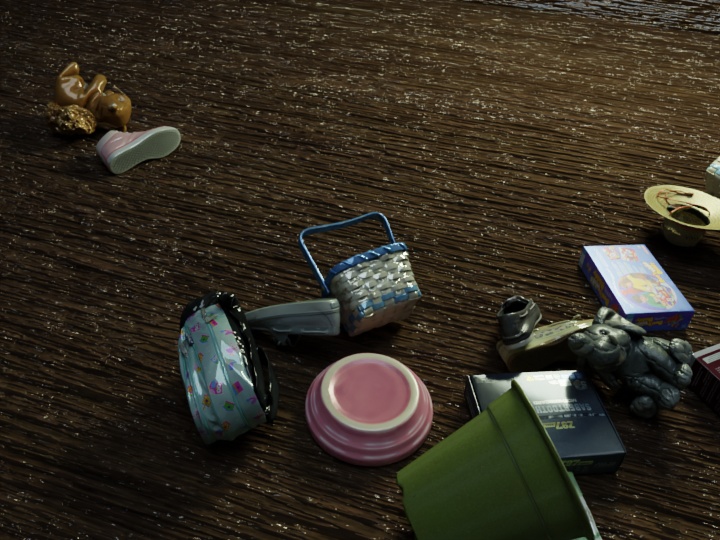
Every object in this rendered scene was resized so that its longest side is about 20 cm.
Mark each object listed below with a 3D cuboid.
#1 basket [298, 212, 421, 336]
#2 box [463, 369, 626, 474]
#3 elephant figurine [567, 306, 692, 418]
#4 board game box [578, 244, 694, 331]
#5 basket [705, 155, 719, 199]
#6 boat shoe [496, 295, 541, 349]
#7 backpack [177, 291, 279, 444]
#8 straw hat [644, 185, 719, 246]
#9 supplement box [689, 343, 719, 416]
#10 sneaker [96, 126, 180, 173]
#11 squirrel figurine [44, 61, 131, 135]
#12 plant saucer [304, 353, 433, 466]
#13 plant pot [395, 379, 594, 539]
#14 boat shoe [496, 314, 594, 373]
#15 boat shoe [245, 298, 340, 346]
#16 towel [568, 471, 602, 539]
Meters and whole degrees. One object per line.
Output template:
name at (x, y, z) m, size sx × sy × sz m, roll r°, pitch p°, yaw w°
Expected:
basket at (0.000, 0.000, 1.111) m, size 0.173 × 0.139 × 0.203 m, roll -15°, pitch 71°, yaw -23°
box at (0.267, 0.225, 0.948) m, size 0.196 × 0.052 × 0.159 m, roll -1°, pitch 40°, yaw -6°
elephant figurine at (0.400, 0.124, 0.996) m, size 0.197 × 0.156 × 0.143 m, roll 27°, pitch 62°, yaw 3°
board game box at (0.518, 0.029, 1.215) m, size 0.131 × 0.045 × 0.202 m, roll -1°, pitch 39°, yaw -6°
basket at (0.914, -0.228, 1.471) m, size 0.198 × 0.140 × 0.177 m, roll -34°, pitch 44°, yaw 3°
boat shoe at (0.266, 0.071, 1.078) m, size 0.066 × 0.058 × 0.200 m, roll -18°, pitch 9°, yaw 20°
backpack at (-0.199, 0.152, 0.940) m, size 0.125 × 0.168 × 0.201 m, roll -26°, pitch 47°, yaw -4°
straw hat at (0.691, -0.100, 1.356) m, size 0.197 × 0.086 × 0.202 m, roll 3°, pitch 33°, yaw -2°
supplement box at (0.619, 0.203, 0.993) m, size 0.107 × 0.062 × 0.201 m, roll -13°, pitch 41°, yaw -18°
sneaker at (-0.540, -0.310, 1.533) m, size 0.104 × 0.076 × 0.199 m, roll 36°, pitch 53°, yaw 28°
squirrel figurine at (-0.686, -0.401, 1.618) m, size 0.184 × 0.143 × 0.202 m, roll 23°, pitch 56°, yaw 8°
plant saucer at (0.014, 0.197, 0.966) m, size 0.196 × 0.052 × 0.202 m, roll 2°, pitch 39°, yaw -2°
plant pot at (0.150, 0.268, 0.780) m, size 0.187 × 0.201 × 0.202 m, roll -26°, pitch 41°, yaw 4°
boat shoe at (0.327, 0.115, 1.072) m, size 0.196 × 0.074 × 0.063 m, roll -12°, pitch 34°, yaw -13°
boat shoe at (-0.121, 0.091, 1.058) m, size 0.197 × 0.073 × 0.070 m, roll -9°, pitch 0°, yaw 28°
towel at (0.240, 0.348, 0.810) m, size 0.146 × 0.031 × 0.202 m, roll -1°, pitch 39°, yaw -7°
